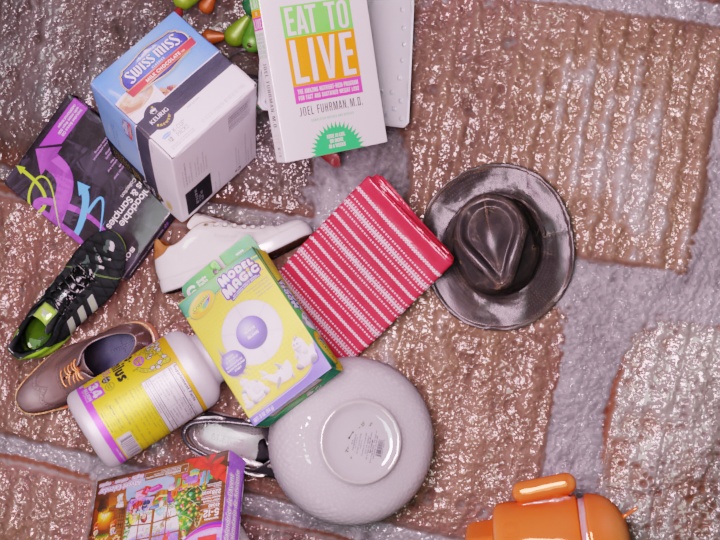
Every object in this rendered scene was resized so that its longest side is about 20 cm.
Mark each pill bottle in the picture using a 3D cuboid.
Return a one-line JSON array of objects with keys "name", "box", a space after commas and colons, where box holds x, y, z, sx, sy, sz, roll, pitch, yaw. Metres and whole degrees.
[{"name": "pill bottle", "box": [-0.240, 0.141, 1.440, 0.200, 0.104, 0.104, -32, 84, -12]}]

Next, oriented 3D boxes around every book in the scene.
[{"name": "book", "box": [-0.050, -0.232, 1.365, 0.133, 0.048, 0.201, -15, 101, -28]}]

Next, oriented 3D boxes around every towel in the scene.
[{"name": "towel", "box": [0.000, 0.000, 1.437, 0.145, 0.022, 0.200, 47, 113, 5]}]

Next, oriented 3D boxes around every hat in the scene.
[{"name": "hat", "box": [0.160, -0.029, 1.409, 0.200, 0.081, 0.201, 0, 89, 7]}]

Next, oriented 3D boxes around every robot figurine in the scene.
[{"name": "robot figurine", "box": [0.221, 0.318, 1.378, 0.199, 0.117, 0.144, -8, 60, 9]}]

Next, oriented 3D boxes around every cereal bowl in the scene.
[{"name": "cereal bowl", "box": [-0.007, 0.198, 1.401, 0.200, 0.083, 0.201, 1, 82, -9]}]

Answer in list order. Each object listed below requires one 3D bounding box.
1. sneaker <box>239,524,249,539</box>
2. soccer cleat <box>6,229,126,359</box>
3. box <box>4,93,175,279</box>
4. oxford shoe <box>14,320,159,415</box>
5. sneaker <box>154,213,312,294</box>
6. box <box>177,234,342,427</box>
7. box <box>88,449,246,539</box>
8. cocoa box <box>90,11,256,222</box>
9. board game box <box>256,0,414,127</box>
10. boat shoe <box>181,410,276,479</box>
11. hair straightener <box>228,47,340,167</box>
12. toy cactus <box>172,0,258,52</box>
[{"name": "sneaker", "box": [-0.220, 0.351, 1.465, 0.200, 0.081, 0.088, -23, 82, 1]}, {"name": "soccer cleat", "box": [-0.355, 0.035, 1.465, 0.068, 0.081, 0.200, 42, 108, 5]}, {"name": "box", "box": [-0.325, -0.104, 1.505, 0.200, 0.036, 0.143, 37, 95, 5]}, {"name": "oxford shoe", "box": [-0.348, 0.119, 1.485, 0.200, 0.073, 0.071, -31, 85, 7]}, {"name": "sneaker", "box": [-0.160, -0.040, 1.460, 0.200, 0.073, 0.085, -18, 84, 7]}, {"name": "box", "box": [-0.122, 0.065, 1.382, 0.117, 0.048, 0.200, -38, 71, 9]}, {"name": "box", "box": [-0.232, 0.298, 1.422, 0.200, 0.039, 0.137, -17, 52, 24]}, {"name": "cocoa box", "box": [-0.210, -0.172, 1.391, 0.131, 0.200, 0.133, 43, 74, 9]}, {"name": "board game box", "box": [-0.029, -0.276, 1.413, 0.200, 0.026, 0.201, 3, 89, -30]}, {"name": "boat shoe", "box": [-0.119, 0.213, 1.456, 0.200, 0.060, 0.074, 16, 91, 8]}, {"name": "hair straightener", "box": [-0.080, -0.212, 1.477, 0.200, 0.041, 0.077, 38, 73, 13]}, {"name": "toy cactus", "box": [-0.129, -0.347, 1.458, 0.199, 0.102, 0.165, 5, 78, 14]}]
